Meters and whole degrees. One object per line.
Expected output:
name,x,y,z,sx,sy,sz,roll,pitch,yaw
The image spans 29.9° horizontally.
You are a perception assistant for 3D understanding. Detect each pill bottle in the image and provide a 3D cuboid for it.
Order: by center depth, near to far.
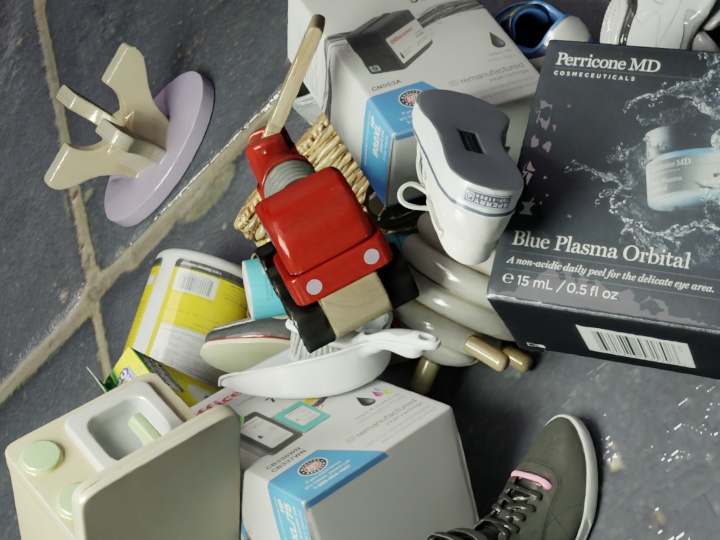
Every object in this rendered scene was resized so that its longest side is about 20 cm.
pill bottle,-0.175,0.088,1.319,0.112,0.112,0.201,1,69,47

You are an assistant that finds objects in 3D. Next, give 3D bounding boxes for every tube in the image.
tube,0.000,0.000,1.156,0.199,0.050,0.078,-10,60,-7

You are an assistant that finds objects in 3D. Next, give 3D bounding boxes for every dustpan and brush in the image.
dustpan and brush,-0.007,0.058,1.032,0.200,0.139,0.057,13,121,47

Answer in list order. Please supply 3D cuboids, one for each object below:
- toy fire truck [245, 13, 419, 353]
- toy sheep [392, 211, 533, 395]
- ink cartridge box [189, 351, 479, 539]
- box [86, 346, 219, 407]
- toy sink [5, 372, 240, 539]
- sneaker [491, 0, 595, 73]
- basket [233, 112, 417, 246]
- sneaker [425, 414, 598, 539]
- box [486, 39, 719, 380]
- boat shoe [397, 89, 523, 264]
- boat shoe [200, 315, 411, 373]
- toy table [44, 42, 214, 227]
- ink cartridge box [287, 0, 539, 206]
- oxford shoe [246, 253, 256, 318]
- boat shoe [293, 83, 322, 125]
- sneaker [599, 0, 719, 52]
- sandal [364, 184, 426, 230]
toy fire truck,-0.037,-0.070,1.021,0.128,0.201,0.176,-27,25,-4
toy sheep,0.090,0.011,1.074,0.138,0.138,0.201,34,99,50
ink cartridge box,-0.031,0.174,1.047,0.146,0.147,0.200,-29,27,-31
box,-0.141,0.136,1.185,0.048,0.200,0.117,-55,40,6
toy sink,-0.171,0.161,0.975,0.130,0.201,0.112,-29,53,-30
sneaker,0.135,-0.200,1.169,0.074,0.082,0.200,-45,36,-16
basket,0.001,-0.079,1.270,0.200,0.149,0.143,-49,8,14
sneaker,0.103,0.188,0.973,0.071,0.099,0.201,10,74,51
box,0.210,-0.040,0.930,0.196,0.117,0.201,8,72,23
boat shoe,0.069,-0.059,0.940,0.202,0.074,0.086,-101,24,-62
boat shoe,-0.043,0.051,1.189,0.199,0.071,0.063,-7,60,11
toy table,-0.272,-0.161,1.567,0.184,0.117,0.201,19,83,50
ink cartridge box,0.043,-0.165,1.114,0.145,0.084,0.200,-19,53,-18
oxford shoe,-0.076,0.068,1.259,0.071,0.071,0.201,-35,48,25
boat shoe,0.007,-0.215,1.336,0.201,0.071,0.070,-38,45,25
sneaker,0.272,-0.244,1.072,0.115,0.075,0.201,17,86,49
sandal,0.101,-0.081,1.160,0.200,0.057,0.080,-16,54,21
